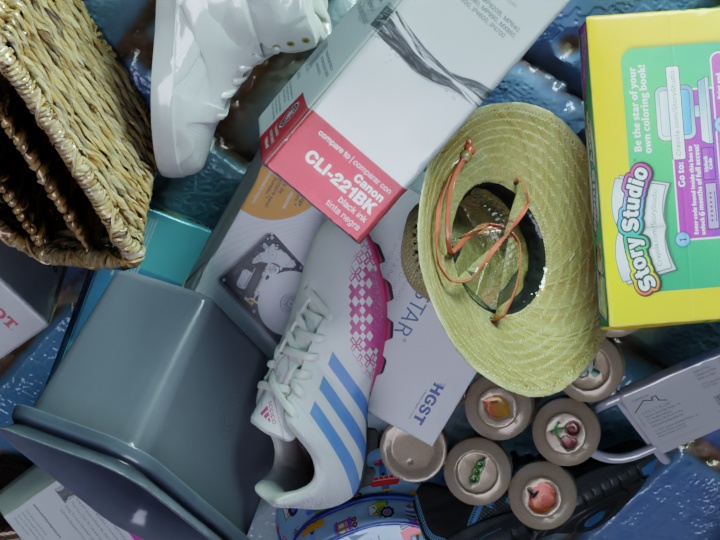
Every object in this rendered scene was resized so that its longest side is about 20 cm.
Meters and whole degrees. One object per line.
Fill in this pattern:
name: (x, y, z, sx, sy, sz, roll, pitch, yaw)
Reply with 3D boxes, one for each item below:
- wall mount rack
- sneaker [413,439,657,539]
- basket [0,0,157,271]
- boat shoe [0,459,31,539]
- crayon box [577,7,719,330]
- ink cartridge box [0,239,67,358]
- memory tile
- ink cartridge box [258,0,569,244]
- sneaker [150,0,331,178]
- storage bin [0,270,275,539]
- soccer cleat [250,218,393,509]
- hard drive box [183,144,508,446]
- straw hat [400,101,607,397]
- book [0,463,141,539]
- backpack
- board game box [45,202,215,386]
wall mount rack: (0.229, 0.051, 1.665, 0.199, 0.075, 0.174, -25, 124, 20)
sneaker: (0.132, 0.159, 1.725, 0.199, 0.082, 0.073, -20, 149, -26)
basket: (-0.236, -0.094, 1.539, 0.142, 0.150, 0.201, -19, 125, 18)
boat shoe: (-0.319, 0.194, 1.821, 0.200, 0.075, 0.075, 3, 142, 10)
crayon box: (0.234, -0.067, 1.503, 0.171, 0.058, 0.202, -4, 88, 1)
ink cartridge box: (-0.332, 0.016, 1.669, 0.199, 0.088, 0.145, -33, 118, 23)
memory tile: (0.108, 0.074, 1.653, 0.152, 0.017, 0.201, 21, 101, 7)
ink cartridge box: (0.030, -0.131, 1.448, 0.084, 0.144, 0.200, 38, 99, -12)
sneaker: (-0.077, -0.141, 1.538, 0.114, 0.074, 0.201, 8, 126, 2)
storage bin: (-0.133, 0.096, 1.544, 0.145, 0.135, 0.200, 16, 160, 31)
soccer cleat: (-0.029, 0.065, 1.521, 0.086, 0.070, 0.202, -8, 109, -33)
hard drive box: (0.000, 0.000, 1.593, 0.199, 0.077, 0.157, 28, 101, -10)
straw hat: (0.074, -0.013, 1.506, 0.085, 0.202, 0.201, -6, 132, 43)
book: (-0.155, 0.160, 1.731, 0.199, 0.048, 0.134, -37, 124, -7)
backpack: (0.029, 0.240, 1.783, 0.181, 0.135, 0.201, -21, 120, 18)
board game box: (-0.106, 0.050, 1.658, 0.199, 0.047, 0.152, 21, 94, -12)
